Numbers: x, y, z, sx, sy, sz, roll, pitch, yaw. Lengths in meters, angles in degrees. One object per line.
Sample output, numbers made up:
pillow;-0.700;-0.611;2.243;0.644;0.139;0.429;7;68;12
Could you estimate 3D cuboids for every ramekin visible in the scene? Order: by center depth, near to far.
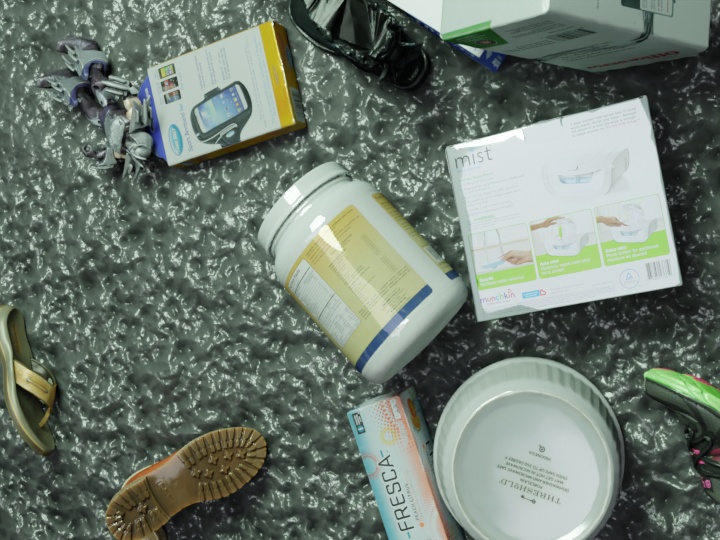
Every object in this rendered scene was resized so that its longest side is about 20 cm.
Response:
ramekin;0.168;0.192;0.846;0.198;0.094;0.207;0;89;9

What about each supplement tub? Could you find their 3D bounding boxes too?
supplement tub;0.000;0.000;0.888;0.200;0.144;0.145;47;106;12

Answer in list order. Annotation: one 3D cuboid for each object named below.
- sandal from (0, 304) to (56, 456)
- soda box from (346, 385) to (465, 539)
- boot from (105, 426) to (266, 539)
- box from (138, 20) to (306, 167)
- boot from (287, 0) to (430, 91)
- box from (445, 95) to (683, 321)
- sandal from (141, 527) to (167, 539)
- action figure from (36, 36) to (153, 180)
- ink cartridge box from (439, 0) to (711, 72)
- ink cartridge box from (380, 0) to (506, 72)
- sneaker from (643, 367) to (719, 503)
sandal;-0.424;0.139;1.096;0.053;0.080;0.204;-15;83;-2
soda box;0.054;0.235;0.924;0.067;0.063;0.204;-20;85;19
boot;-0.206;0.240;1.015;0.197;0.107;0.076;-25;95;-8
box;-0.167;-0.200;0.994;0.196;0.041;0.122;-14;88;23
boot;-0.018;-0.254;0.870;0.197;0.162;0.074;36;102;14
box;0.200;-0.057;0.837;0.196;0.096;0.181;-12;88;20
sandal;-0.292;0.425;1.058;0.076;0.069;0.217;10;97;19
action figure;-0.308;-0.191;1.017;0.200;0.069;0.131;47;125;25
ink cartridge box;0.192;-0.239;0.755;0.146;0.196;0.085;8;95;58
ink cartridge box;0.062;-0.280;0.876;0.198;0.094;0.045;36;104;15
sneaker;0.346;0.172;0.808;0.200;0.077;0.084;43;102;14
